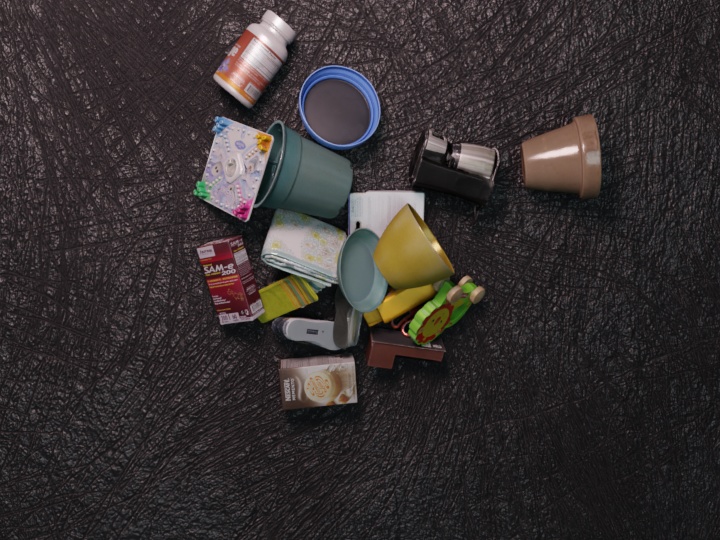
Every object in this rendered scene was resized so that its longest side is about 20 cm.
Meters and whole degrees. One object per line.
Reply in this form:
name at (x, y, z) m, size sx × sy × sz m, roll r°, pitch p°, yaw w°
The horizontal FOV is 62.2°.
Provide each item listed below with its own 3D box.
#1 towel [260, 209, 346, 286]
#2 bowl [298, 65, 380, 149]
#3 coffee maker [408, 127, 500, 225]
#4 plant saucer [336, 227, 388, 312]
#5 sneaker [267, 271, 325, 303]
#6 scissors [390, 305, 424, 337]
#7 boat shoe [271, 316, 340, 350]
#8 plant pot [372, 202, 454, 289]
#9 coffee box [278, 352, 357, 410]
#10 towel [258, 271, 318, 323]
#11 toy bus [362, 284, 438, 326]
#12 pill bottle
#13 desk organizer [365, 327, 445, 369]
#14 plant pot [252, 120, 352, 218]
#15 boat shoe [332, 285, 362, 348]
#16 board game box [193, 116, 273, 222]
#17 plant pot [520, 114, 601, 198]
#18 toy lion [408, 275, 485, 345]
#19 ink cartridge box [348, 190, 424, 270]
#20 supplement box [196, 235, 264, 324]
towel at (-0.131, -0.059, 1.451) m, size 0.197 × 0.173 × 0.048 m, roll 22°, pitch 134°, yaw -12°
bowl at (-0.051, -0.383, 1.416) m, size 0.196 × 0.039 × 0.205 m, roll 3°, pitch 78°, yaw -15°
coffee maker at (0.220, -0.229, 1.460) m, size 0.196 × 0.135 × 0.196 m, roll 13°, pitch 94°, yaw -5°
plant saucer at (0.000, 0.000, 1.444) m, size 0.035 × 0.199 × 0.204 m, roll -3°, pitch 106°, yaw 38°
sneaker at (-0.133, 0.040, 1.519) m, size 0.196 × 0.071 × 0.095 m, roll -12°, pitch 114°, yaw -2°
scissors at (0.167, 0.095, 1.581) m, size 0.199 × 0.014 × 0.073 m, roll -41°, pitch 70°, yaw -11°
boat shoe at (-0.129, 0.154, 1.539) m, size 0.198 × 0.090 × 0.072 m, roll 18°, pitch 84°, yaw -37°
plant pot at (0.114, -0.036, 1.427) m, size 0.141 × 0.200 × 0.201 m, roll -35°, pitch 103°, yaw 12°
coffee box at (-0.111, 0.289, 1.558) m, size 0.196 × 0.080 × 0.117 m, roll -5°, pitch 102°, yaw -5°
towel at (-0.200, 0.071, 1.483) m, size 0.198 × 0.018 × 0.087 m, roll -24°, pitch 109°, yaw 32°
toy bus at (0.096, 0.076, 1.540) m, size 0.198 × 0.078 × 0.066 m, roll -29°, pitch 103°, yaw 0°
pill bottle at (-0.239, -0.487, 1.372) m, size 0.112 × 0.112 × 0.201 m, roll 37°, pitch 95°, yaw -12°
desk organizer at (0.116, 0.212, 1.568) m, size 0.196 × 0.072 × 0.078 m, roll 9°, pitch 114°, yaw -8°
plant pot at (-0.133, -0.219, 1.393) m, size 0.193 × 0.200 × 0.204 m, roll 14°, pitch 100°, yaw -27°
boat shoe at (-0.022, 0.096, 1.520) m, size 0.064 × 0.073 × 0.206 m, roll -1°, pitch 100°, yaw -50°
board game box at (-0.301, -0.241, 1.390) m, size 0.026 × 0.198 × 0.204 m, roll 8°, pitch 105°, yaw -53°
plant pot at (0.488, -0.269, 1.472) m, size 0.171 × 0.200 × 0.205 m, roll -6°, pitch 103°, yaw 12°
toy lion at (0.209, 0.107, 1.522) m, size 0.069 × 0.198 × 0.194 m, roll 42°, pitch 113°, yaw 31°
ink cartridge box at (0.063, -0.101, 1.520) m, size 0.195 × 0.041 × 0.204 m, roll 0°, pitch 102°, yaw -6°
supplement box at (-0.319, 0.025, 1.471) m, size 0.107 × 0.061 × 0.204 m, roll -9°, pitch 103°, yaw 28°
